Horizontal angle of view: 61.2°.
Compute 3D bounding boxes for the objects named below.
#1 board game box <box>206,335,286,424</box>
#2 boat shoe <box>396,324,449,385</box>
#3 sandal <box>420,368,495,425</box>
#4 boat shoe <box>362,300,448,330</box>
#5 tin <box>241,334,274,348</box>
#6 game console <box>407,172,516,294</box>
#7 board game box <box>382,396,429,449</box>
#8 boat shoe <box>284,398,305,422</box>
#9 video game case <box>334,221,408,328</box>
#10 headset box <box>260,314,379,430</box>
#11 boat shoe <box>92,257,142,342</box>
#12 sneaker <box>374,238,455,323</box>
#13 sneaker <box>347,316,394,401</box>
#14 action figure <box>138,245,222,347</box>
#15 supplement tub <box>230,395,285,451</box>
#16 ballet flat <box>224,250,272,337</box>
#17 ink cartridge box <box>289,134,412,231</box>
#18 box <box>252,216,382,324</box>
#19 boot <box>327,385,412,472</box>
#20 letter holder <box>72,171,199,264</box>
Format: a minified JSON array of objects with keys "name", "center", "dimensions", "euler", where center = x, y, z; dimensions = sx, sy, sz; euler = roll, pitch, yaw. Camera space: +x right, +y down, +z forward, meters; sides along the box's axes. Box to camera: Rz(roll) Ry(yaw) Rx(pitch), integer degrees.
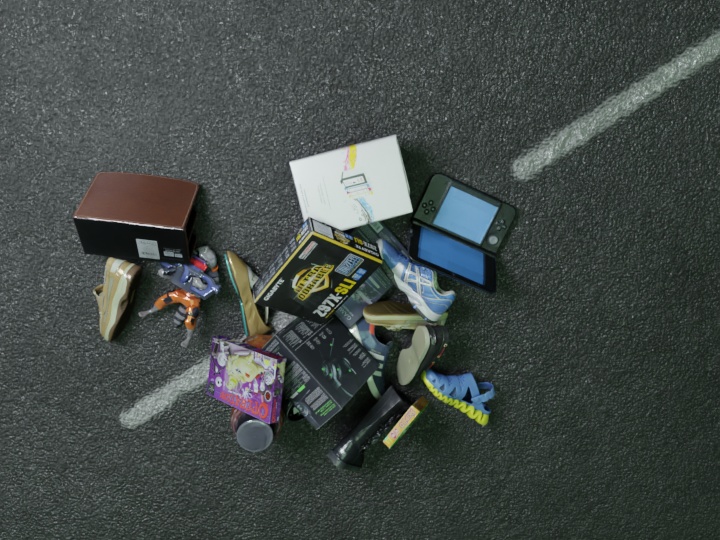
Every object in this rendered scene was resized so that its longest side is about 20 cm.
[{"name":"board game box","center":[-0.220,0.202,1.154],"dimensions":[0.032,0.200,0.121],"euler":[-3,100,-48]},{"name":"boat shoe","center":[0.127,0.182,1.278],"dimensions":[0.063,0.074,0.202],"euler":[-1,143,-21]},{"name":"sandal","center":[0.220,0.259,1.344],"dimensions":[0.200,0.080,0.087],"euler":[31,98,-21]},{"name":"boat shoe","center":[0.093,0.104,1.263],"dimensions":[0.200,0.073,0.063],"euler":[0,111,-33]},{"name":"tin","center":[-0.162,0.193,1.252],"dimensions":[0.199,0.112,0.042],"euler":[10,134,-26]},{"name":"game console","center":[0.208,-0.076,1.217],"dimensions":[0.199,0.118,0.171],"euler":[22,104,-12]},{"name":"board game box","center":[0.098,0.318,1.283],"dimensions":[0.030,0.200,0.096],"euler":[39,93,11]},{"name":"boat shoe","center":[-0.086,0.263,1.320],"dimensions":[0.200,0.062,0.075],"euler":[-35,105,4]},{"name":"video game case","center":[0.000,0.000,1.247],"dimensions":[0.200,0.019,0.143],"euler":[-44,106,-6]},{"name":"headset box","center":[-0.078,0.187,1.203],"dimensions":[0.200,0.174,0.093],"euler":[46,124,3]},{"name":"boat shoe","center":[-0.492,0.054,1.206],"dimensions":[0.076,0.072,0.200],"euler":[27,119,-4]},{"name":"sneaker","center":[0.106,0.008,1.211],"dimensions":[0.077,0.076,0.200],"euler":[-42,93,18]},{"name":"sneaker","center":[0.040,0.186,1.303],"dimensions":[0.084,0.075,0.201],"euler":[-20,110,-3]},{"name":"action figure","center":[-0.362,0.026,1.227],"dimensions":[0.200,0.105,0.194],"euler":[36,95,16]},{"name":"supplement tub","center":[-0.208,0.283,1.242],"dimensions":[0.106,0.200,0.107],"euler":[-1,107,-5]},{"name":"ballet flat","center":[-0.226,0.045,1.246],"dimensions":[0.063,0.069,0.201],"euler":[-14,117,-10]},{"name":"ink cartridge box","center":[-0.017,-0.159,1.150],"dimensions":[0.199,0.147,0.145],"euler":[-14,99,-1]},{"name":"box","center":[-0.081,0.007,1.128],"dimensions":[0.159,0.049,0.200],"euler":[21,127,-34]},{"name":"boot","center":[0.030,0.342,1.325],"dimensions":[0.066,0.165,0.200],"euler":[40,88,17]},{"name":"letter holder","center":[-0.417,-0.104,1.169],"dimensions":[0.199,0.143,0.101],"euler":[6,139,-3]}]
